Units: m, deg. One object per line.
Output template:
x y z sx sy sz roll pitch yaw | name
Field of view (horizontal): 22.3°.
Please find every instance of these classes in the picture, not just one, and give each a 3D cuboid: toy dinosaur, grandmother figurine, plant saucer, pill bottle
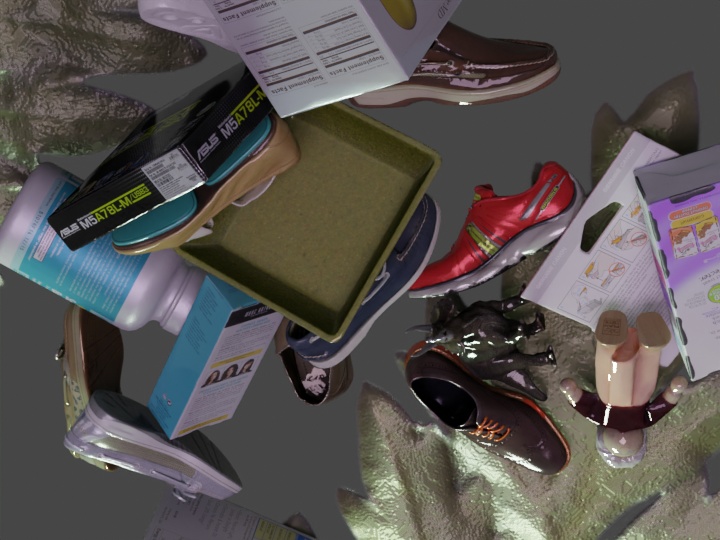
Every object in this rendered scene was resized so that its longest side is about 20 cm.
0.129 0.069 1.787 0.102 0.077 0.200 -13 151 22 | toy dinosaur
0.254 0.121 1.774 0.121 0.061 0.200 9 139 15 | grandmother figurine
-0.045 -0.057 1.711 0.199 0.048 0.200 29 87 23 | plant saucer
-0.249 -0.014 1.783 0.200 0.111 0.111 29 114 -5 | pill bottle

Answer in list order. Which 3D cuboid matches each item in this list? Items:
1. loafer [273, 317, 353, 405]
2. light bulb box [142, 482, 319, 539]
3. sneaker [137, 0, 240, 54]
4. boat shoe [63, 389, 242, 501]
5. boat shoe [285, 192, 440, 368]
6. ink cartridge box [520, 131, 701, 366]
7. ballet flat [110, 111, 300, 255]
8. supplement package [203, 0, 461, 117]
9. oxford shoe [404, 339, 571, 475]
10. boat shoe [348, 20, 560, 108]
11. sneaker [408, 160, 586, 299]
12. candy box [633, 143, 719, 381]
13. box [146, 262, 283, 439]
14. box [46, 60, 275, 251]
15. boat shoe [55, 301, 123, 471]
-0.055 0.047 1.808 0.076 0.067 0.201 -16 111 14 | loafer
-0.146 0.345 1.880 0.199 0.198 0.125 23 117 -2 | light bulb box
-0.117 -0.283 1.666 0.200 0.147 0.080 11 164 -38 | sneaker
-0.207 0.188 1.859 0.202 0.074 0.065 30 106 -37 | boat shoe
0.000 0.000 1.744 0.200 0.075 0.062 -49 144 -1 | boat shoe
0.272 -0.025 1.728 0.176 0.045 0.200 25 115 -17 | ink cartridge box
-0.138 -0.066 1.685 0.200 0.069 0.063 -35 134 12 | ballet flat
-0.035 -0.267 1.570 0.150 0.152 0.200 -12 122 39 | supplement package
0.124 0.152 1.828 0.200 0.073 0.071 33 114 -8 | oxford shoe
0.080 -0.196 1.675 0.201 0.075 0.075 -6 121 10 | boat shoe
0.124 -0.039 1.757 0.200 0.077 0.085 -31 86 18 | sneaker
0.355 -0.017 1.674 0.167 0.072 0.201 -17 120 4 | candy box
-0.139 0.078 1.792 0.049 0.082 0.200 51 135 24 | box
-0.166 -0.113 1.651 0.200 0.193 0.048 -23 113 41 | box
-0.282 0.114 1.865 0.062 0.073 0.201 9 117 25 | boat shoe
